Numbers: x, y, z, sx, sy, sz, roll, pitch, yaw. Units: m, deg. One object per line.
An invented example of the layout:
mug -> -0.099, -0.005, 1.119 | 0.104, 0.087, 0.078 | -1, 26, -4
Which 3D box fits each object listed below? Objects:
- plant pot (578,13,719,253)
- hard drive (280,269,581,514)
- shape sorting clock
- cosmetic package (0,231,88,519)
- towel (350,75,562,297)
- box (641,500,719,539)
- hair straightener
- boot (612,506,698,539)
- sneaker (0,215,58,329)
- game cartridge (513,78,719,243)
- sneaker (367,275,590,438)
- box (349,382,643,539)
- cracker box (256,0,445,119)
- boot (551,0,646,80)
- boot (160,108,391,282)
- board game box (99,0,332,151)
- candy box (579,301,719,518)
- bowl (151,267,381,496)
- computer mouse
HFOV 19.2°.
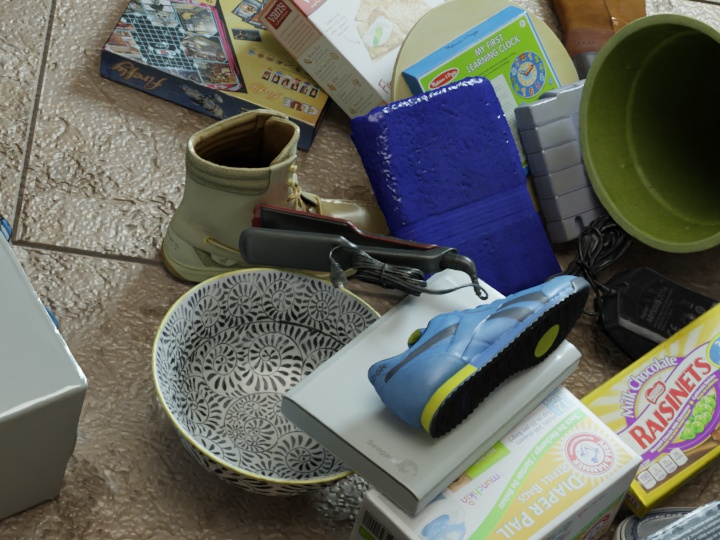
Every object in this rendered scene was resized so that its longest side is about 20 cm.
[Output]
plant pot -> 0.323, -0.127, 1.822 | 0.190, 0.200, 0.200 | -12, 54, -43
hard drive -> 0.055, 0.084, 1.594 | 0.132, 0.026, 0.200 | 36, 51, 21
shape sorting clock -> 0.112, -0.141, 1.848 | 0.200, 0.039, 0.200 | 3, 85, -32
cosmetic package -> -0.326, 0.095, 1.516 | 0.200, 0.165, 0.165 | -21, 65, -29
towel -> 0.077, -0.052, 1.770 | 0.148, 0.050, 0.200 | -20, 92, -32
box -> 0.260, 0.294, 1.523 | 0.104, 0.148, 0.200 | -24, 62, -30
hair straightener -> 0.000, 0.000, 1.632 | 0.200, 0.041, 0.077 | 15, 38, 10
boot -> 0.301, 0.200, 1.646 | 0.200, 0.090, 0.073 | 4, 51, -11
sneaker -> -0.302, -0.014, 1.679 | 0.200, 0.078, 0.090 | 43, 51, 20
game cartridge -> 0.234, -0.113, 1.878 | 0.200, 0.038, 0.130 | -19, 92, -29
sneaker -> 0.089, 0.046, 1.573 | 0.078, 0.066, 0.200 | 37, 51, 27
box -> 0.101, 0.182, 1.602 | 0.200, 0.101, 0.112 | -33, 64, -33
cracker box -> 0.024, -0.198, 1.885 | 0.200, 0.058, 0.134 | 46, 53, -1
boot -> 0.274, -0.225, 2.024 | 0.188, 0.068, 0.200 | -1, 44, -5
boot -> -0.055, -0.062, 1.727 | 0.200, 0.155, 0.073 | -2, 52, -16
board game box -> -0.116, -0.195, 1.901 | 0.200, 0.035, 0.136 | 21, 49, 3
candy box -> 0.263, 0.104, 1.696 | 0.200, 0.026, 0.102 | -32, 68, -25
bowl -> -0.067, 0.104, 1.629 | 0.201, 0.094, 0.201 | 7, 49, -8
computer mouse -> 0.253, 0.046, 1.785 | 0.200, 0.053, 0.139 | 31, 45, 10
